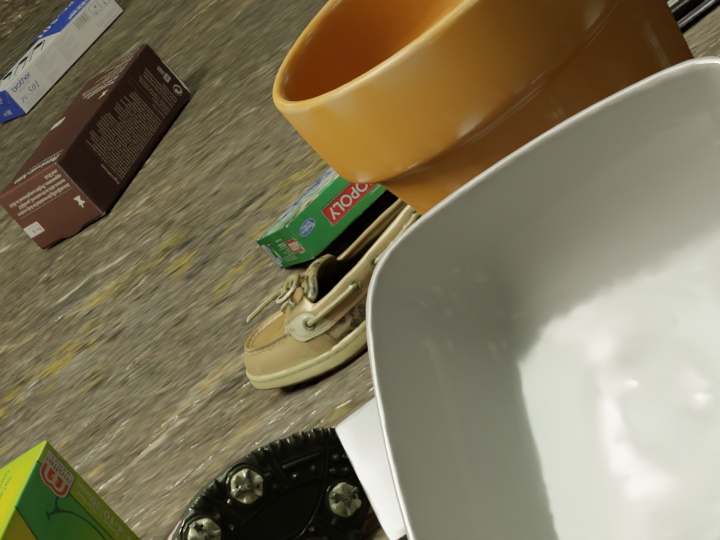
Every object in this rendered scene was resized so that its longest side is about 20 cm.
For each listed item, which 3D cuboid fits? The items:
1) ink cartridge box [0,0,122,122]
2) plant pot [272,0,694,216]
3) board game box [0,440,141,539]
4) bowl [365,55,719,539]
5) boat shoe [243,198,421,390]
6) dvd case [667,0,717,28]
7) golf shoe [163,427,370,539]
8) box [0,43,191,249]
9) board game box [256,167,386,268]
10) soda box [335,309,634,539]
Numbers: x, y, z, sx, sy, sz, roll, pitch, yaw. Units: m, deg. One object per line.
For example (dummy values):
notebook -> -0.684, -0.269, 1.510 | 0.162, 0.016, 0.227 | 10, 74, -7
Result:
ink cartridge box -> -0.399, -0.277, 2.765 | 0.200, 0.044, 0.094 | -51, 22, -26
plant pot -> 0.089, -0.083, 1.072 | 0.200, 0.183, 0.201 | -37, 19, 15
board game box -> -0.174, 0.190, 1.127 | 0.047, 0.102, 0.200 | -32, 20, 24
bowl -> 0.106, 0.042, 0.826 | 0.199, 0.074, 0.201 | -30, 56, 26
boat shoe -> 0.000, 0.000, 1.263 | 0.199, 0.063, 0.073 | -35, 20, 23
dvd case -> 0.158, -0.164, 1.387 | 0.148, 0.016, 0.200 | -37, 18, 12
golf shoe -> -0.078, 0.151, 1.066 | 0.200, 0.077, 0.088 | -44, 11, -8
box -> -0.254, -0.120, 2.057 | 0.100, 0.075, 0.201 | -26, 26, 40
board game box -> -0.003, -0.060, 1.390 | 0.134, 0.029, 0.200 | -43, 4, -7
soda box -> 0.090, 0.046, 0.931 | 0.200, 0.063, 0.069 | -38, 53, 13
